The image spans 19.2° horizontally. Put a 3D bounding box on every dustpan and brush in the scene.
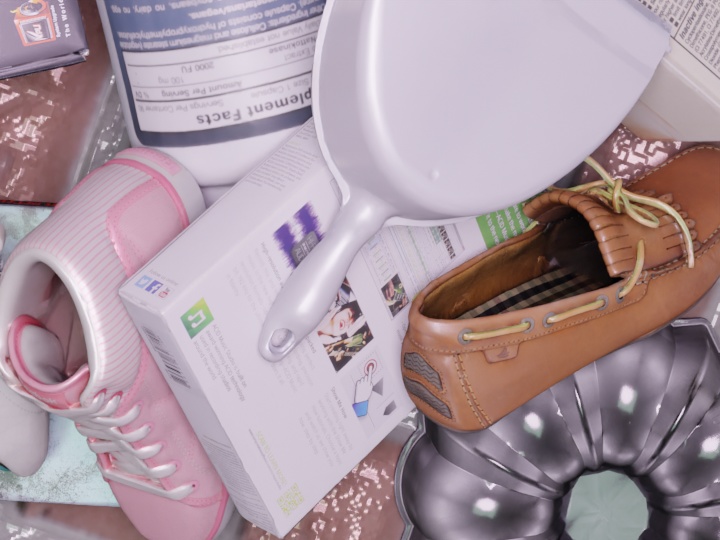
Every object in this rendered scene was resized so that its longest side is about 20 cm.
[{"bbox_3d":[0.020,-0.047,0.857,0.139,0.057,0.200,32,85,-24],"label":"dustpan and brush"}]

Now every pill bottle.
[{"bbox_3d":[-0.054,-0.102,0.947,0.119,0.120,0.200,-11,108,3],"label":"pill bottle"}]

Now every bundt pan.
[{"bbox_3d":[0.114,0.114,0.989,0.202,0.076,0.202,0,95,2],"label":"bundt pan"}]

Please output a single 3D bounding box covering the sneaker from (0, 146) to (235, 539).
[{"bbox_3d":[-0.111,0.055,0.927,0.075,0.105,0.200,13,123,27],"label":"sneaker"}]

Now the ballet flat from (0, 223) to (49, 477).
[{"bbox_3d":[-0.176,0.011,0.938,0.069,0.069,0.200,-29,120,4],"label":"ballet flat"}]

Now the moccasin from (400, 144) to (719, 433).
[{"bbox_3d":[0.098,-0.007,0.946,0.201,0.074,0.078,-26,131,-25],"label":"moccasin"}]

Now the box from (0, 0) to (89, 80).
[{"bbox_3d":[-0.214,-0.169,0.889,0.161,0.049,0.200,-13,100,-15],"label":"box"}]

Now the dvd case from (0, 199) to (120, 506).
[{"bbox_3d":[-0.193,0.037,1.018,0.200,0.022,0.146,4,95,1],"label":"dvd case"}]

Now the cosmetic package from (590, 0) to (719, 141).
[{"bbox_3d":[0.100,-0.150,0.913,0.200,0.087,0.103,37,74,-27],"label":"cosmetic package"}]

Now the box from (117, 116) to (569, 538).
[{"bbox_3d":[0.000,0.000,0.925,0.200,0.036,0.144,-42,133,-21],"label":"box"}]
